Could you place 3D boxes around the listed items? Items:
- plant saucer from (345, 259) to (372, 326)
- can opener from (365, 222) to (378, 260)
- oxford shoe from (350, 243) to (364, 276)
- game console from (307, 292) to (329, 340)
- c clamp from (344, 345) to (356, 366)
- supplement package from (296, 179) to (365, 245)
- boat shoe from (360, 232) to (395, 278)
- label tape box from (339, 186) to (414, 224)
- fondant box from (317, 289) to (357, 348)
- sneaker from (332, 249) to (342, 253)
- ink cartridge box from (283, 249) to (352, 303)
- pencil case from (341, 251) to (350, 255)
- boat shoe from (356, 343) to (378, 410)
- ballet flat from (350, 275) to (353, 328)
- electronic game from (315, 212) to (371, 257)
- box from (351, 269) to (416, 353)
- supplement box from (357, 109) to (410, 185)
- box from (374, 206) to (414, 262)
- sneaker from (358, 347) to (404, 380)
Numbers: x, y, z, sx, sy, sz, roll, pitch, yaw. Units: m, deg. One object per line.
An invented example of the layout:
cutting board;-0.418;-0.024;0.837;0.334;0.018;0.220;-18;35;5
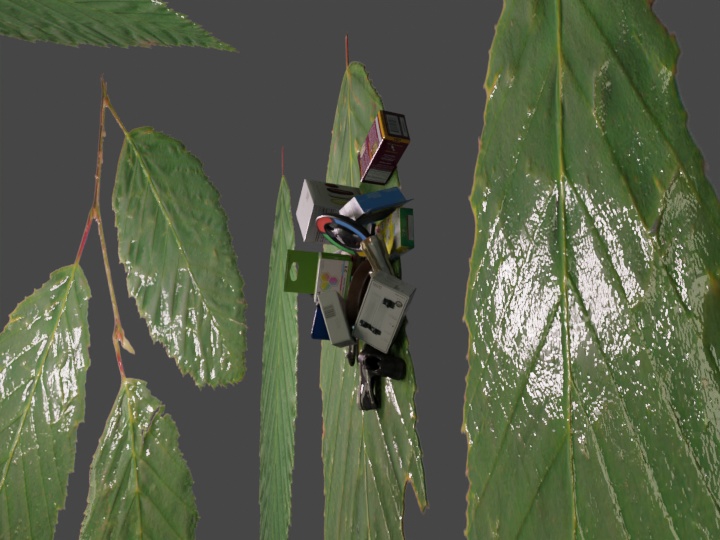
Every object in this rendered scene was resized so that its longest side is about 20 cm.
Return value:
plant saucer;0.019;0.068;1.584;0.200;0.034;0.201;-43;-40;-52
can opener;0.034;-0.045;1.696;0.067;0.053;0.201;172;104;-69
oxford shoe;0.000;0.000;1.749;0.070;0.074;0.201;-140;56;-79
game console;-0.147;0.141;1.903;0.171;0.200;0.118;44;97;21
c clamp;-0.033;0.208;1.753;0.171;0.027;0.201;43;-133;-81
supplement package;-0.099;-0.197;1.890;0.192;0.199;0.148;-112;35;-51
boat shoe;0.056;0.001;1.506;0.075;0.068;0.201;-83;-25;-84
label tape box;0.042;-0.188;1.566;0.200;0.144;0.064;-29;79;65
fondant box;-0.064;0.144;1.580;0.200;0.058;0.145;61;-168;-78
sneaker;-0.066;0.013;1.935;0.081;0.088;0.201;23;131;28
ink cartridge box;-0.135;0.022;1.702;0.076;0.199;0.149;-111;27;-71
pencil case;-0.034;0.026;1.814;0.078;0.089;0.201;29;-111;-77
boat shoe;0.033;0.314;1.623;0.062;0.073;0.201;-3;71;26
ballet flat;0.007;0.110;1.693;0.072;0.072;0.201;-156;62;-69
electronic game;-0.043;-0.102;1.611;0.042;0.200;0.200;-60;12;-20
box;0.060;0.113;1.475;0.060;0.116;0.201;-45;-24;-56
supplement box;0.066;-0.364;1.648;0.200;0.085;0.111;123;147;-51
box;0.090;-0.092;1.565;0.200;0.048;0.118;150;122;-64
sneaker;0.038;0.249;1.517;0.200;0.090;0.076;0;78;61
